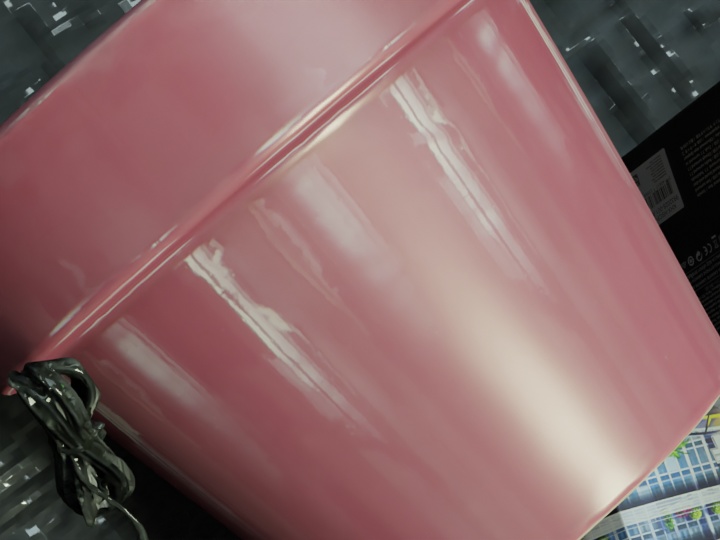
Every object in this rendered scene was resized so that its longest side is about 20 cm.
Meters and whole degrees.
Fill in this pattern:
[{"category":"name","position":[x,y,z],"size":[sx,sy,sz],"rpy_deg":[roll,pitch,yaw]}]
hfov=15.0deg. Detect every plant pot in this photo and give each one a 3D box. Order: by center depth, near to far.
[{"category":"plant pot","position":[0.000,0.000,0.767],"size":[0.179,0.200,0.200],"rpy_deg":[49,54,-1]}]

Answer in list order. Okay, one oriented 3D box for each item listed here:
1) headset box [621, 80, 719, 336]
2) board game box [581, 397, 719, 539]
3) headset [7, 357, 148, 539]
[{"category":"headset box","position":[0.182,-0.021,0.912],"size":[0.200,0.149,0.075],"rpy_deg":[-8,72,-32]},{"category":"board game box","position":[0.170,0.119,0.860],"size":[0.200,0.062,0.200],"rpy_deg":[-9,71,-32]},{"category":"headset","position":[-0.130,0.110,0.672],"size":[0.123,0.094,0.200],"rpy_deg":[30,61,29]}]
